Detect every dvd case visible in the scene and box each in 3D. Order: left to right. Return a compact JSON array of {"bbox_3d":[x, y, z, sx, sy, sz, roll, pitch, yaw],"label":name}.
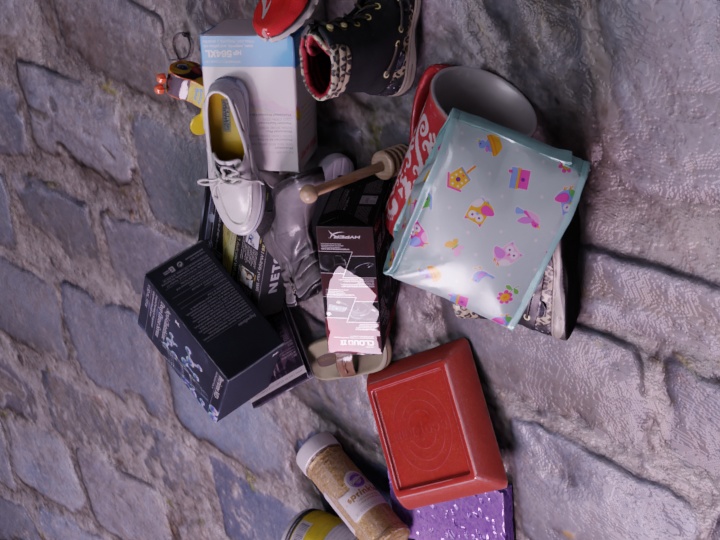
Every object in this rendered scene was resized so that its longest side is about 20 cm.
[{"bbox_3d":[-0.149,0.089,1.827,0.148,0.016,0.202,-32,74,44],"label":"dvd case"}]

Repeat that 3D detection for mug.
[{"bbox_3d":[0.113,-0.136,1.472,0.132,0.179,0.201,18,132,-7],"label":"mug"}]

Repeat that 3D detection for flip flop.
[{"bbox_3d":[-0.025,0.114,1.711,0.199,0.057,0.082,-22,86,50],"label":"flip flop"}]

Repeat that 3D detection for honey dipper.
[{"bbox_3d":[-0.007,-0.118,1.508,0.038,0.199,0.038,16,117,37],"label":"honey dipper"}]

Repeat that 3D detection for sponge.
[{"bbox_3d":[0.125,0.331,1.690,0.198,0.030,0.113,7,110,40],"label":"sponge"}]

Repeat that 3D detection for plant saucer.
[{"bbox_3d":[0.090,0.212,1.642,0.199,0.036,0.203,-23,80,45],"label":"plant saucer"}]

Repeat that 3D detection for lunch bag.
[{"bbox_3d":[0.136,-0.066,1.324,0.169,0.122,0.202,22,121,-3],"label":"lunch bag"}]

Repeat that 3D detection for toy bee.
[{"bbox_3d":[-0.231,-0.253,1.721,0.198,0.108,0.133,17,119,37],"label":"toy bee"}]

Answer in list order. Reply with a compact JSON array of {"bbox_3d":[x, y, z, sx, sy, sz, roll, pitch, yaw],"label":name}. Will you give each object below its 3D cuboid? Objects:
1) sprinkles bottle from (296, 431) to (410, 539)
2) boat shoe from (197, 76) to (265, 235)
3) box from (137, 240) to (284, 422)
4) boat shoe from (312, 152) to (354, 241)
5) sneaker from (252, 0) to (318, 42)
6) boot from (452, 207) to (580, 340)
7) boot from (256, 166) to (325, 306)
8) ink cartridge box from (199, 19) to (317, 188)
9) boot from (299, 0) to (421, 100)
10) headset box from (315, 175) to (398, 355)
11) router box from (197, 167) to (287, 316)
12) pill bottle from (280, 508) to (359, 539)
[{"bbox_3d":[-0.012,0.323,1.759,0.200,0.068,0.069,46,132,32],"label":"sprinkles bottle"},{"bbox_3d":[-0.163,-0.133,1.523,0.074,0.086,0.205,2,111,10],"label":"boat shoe"},{"bbox_3d":[-0.218,0.089,1.757,0.200,0.107,0.149,48,150,15],"label":"box"},{"bbox_3d":[-0.066,-0.074,1.668,0.071,0.071,0.202,40,123,42],"label":"boat shoe"},{"bbox_3d":[-0.084,-0.376,1.491,0.076,0.085,0.202,22,81,33],"label":"sneaker"},{"bbox_3d":[0.180,-0.020,1.451,0.152,0.073,0.206,7,115,27],"label":"boot"},{"bbox_3d":[-0.069,-0.040,1.577,0.133,0.069,0.200,66,157,15],"label":"boot"},{"bbox_3d":[-0.129,-0.218,1.600,0.123,0.129,0.203,3,110,10],"label":"ink cartridge box"},{"bbox_3d":[-0.001,-0.303,1.447,0.073,0.153,0.206,11,109,41],"label":"boot"},{"bbox_3d":[0.000,0.000,1.564,0.076,0.149,0.202,2,120,10],"label":"headset box"},{"bbox_3d":[-0.164,-0.058,1.757,0.157,0.052,0.202,35,125,37],"label":"router box"},{"bbox_3d":[-0.017,0.431,1.800,0.198,0.111,0.114,14,116,38],"label":"pill bottle"}]
